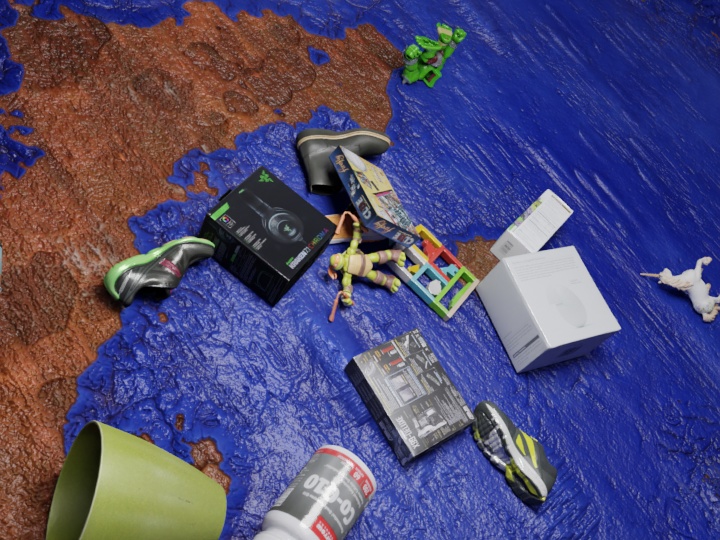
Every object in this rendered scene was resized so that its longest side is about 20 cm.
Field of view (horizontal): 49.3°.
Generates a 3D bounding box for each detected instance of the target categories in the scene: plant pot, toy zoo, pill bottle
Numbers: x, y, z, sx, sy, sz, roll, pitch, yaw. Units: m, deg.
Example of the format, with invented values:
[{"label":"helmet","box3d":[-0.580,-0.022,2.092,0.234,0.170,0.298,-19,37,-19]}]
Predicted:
[{"label":"plant pot","box3d":[-0.288,0.317,1.050,0.199,0.187,0.188,22,50,-30]},{"label":"toy zoo","box3d":[0.134,-0.008,1.563,0.200,0.020,0.131,45,50,2]},{"label":"pill bottle","box3d":[-0.072,0.365,1.151,0.114,0.114,0.200,40,50,4]}]

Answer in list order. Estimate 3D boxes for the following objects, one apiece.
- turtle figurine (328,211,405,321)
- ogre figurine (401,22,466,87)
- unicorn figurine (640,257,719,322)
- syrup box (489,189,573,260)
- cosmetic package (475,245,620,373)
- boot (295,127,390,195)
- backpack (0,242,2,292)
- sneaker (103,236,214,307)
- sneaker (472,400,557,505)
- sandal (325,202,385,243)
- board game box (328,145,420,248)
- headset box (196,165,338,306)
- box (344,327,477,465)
[{"label":"turtle figurine","box3d":[0.000,0.000,1.461,0.160,0.064,0.202,10,85,-32]},{"label":"ogre figurine","box3d":[0.162,-0.506,1.862,0.098,0.120,0.200,32,48,3]},{"label":"unicorn figurine","box3d":[0.776,0.034,1.826,0.137,0.074,0.200,-38,85,-28]},{"label":"syrup box","box3d":[0.375,-0.087,1.708,0.081,0.079,0.200,43,50,7]},{"label":"cosmetic package","box3d":[0.371,0.075,1.567,0.198,0.123,0.201,-9,64,-31]},{"label":"boot","box3d":[-0.027,-0.214,1.607,0.198,0.078,0.139,-5,65,-15]},{"label":"backpack","box3d":[-0.599,0.028,1.098,0.174,0.153,0.202,9,61,-27]},{"label":"sneaker","box3d":[-0.329,0.004,1.309,0.199,0.077,0.084,-27,90,-34]},{"label":"sneaker","box3d":[0.274,0.316,1.396,0.084,0.074,0.201,-25,81,-43]},{"label":"sandal","box3d":[-0.008,-0.096,1.535,0.205,0.059,0.080,-13,65,-33]},{"label":"board game box","box3d":[0.026,-0.142,1.505,0.135,0.035,0.201,23,32,-45]},{"label":"headset box","box3d":[-0.172,-0.070,1.413,0.200,0.093,0.174,39,49,3]},{"label":"box","box3d":[0.088,0.217,1.375,0.157,0.050,0.201,-21,69,-35]}]
